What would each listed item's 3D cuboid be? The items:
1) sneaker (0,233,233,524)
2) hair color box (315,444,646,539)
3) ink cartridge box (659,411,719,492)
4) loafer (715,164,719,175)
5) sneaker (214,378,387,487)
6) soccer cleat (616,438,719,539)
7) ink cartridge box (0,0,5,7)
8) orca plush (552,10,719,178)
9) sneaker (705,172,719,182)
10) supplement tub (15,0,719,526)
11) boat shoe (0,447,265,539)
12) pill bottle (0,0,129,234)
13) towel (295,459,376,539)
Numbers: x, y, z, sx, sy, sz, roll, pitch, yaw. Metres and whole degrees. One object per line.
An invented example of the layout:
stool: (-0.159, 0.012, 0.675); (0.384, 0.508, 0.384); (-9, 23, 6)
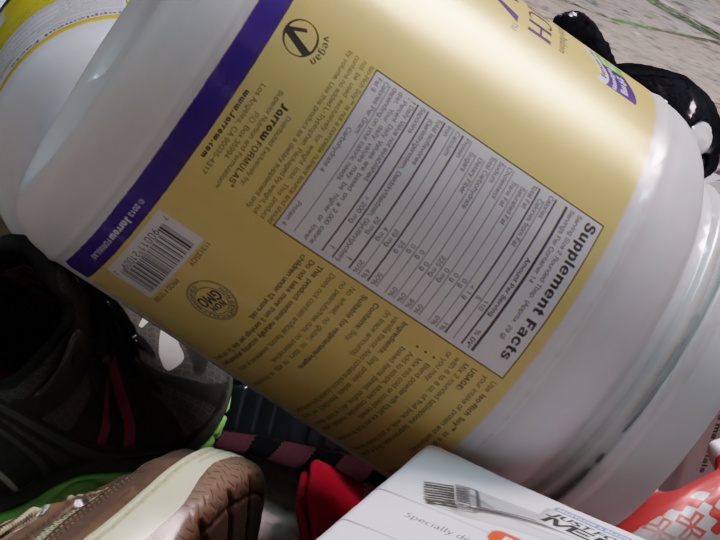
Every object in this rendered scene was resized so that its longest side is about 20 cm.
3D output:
sneaker: (-0.095, 0.029, 0.801); (0.077, 0.084, 0.200); (17, 17, 19)
hair color box: (0.021, 0.120, 0.636); (0.111, 0.064, 0.200); (22, 24, 18)
ink cartridge box: (0.156, 0.027, 0.962); (0.200, 0.084, 0.144); (7, 18, -37)
loafer: (0.219, -0.032, 1.422); (0.071, 0.073, 0.200); (15, 6, 36)
sneaker: (-0.018, 0.047, 0.913); (0.200, 0.070, 0.082); (18, -17, 26)
soccer cleat: (0.153, 0.101, 0.805); (0.200, 0.069, 0.085); (-1, 47, -38)
ink cartridge box: (-0.284, -0.140, 1.262); (0.199, 0.047, 0.160); (23, 16, 11)
orca plush: (0.065, -0.079, 1.019); (0.199, 0.071, 0.105); (10, 25, -14)
sneaker: (0.068, -0.023, 1.075); (0.108, 0.070, 0.200); (32, 29, 28)
supplement tub: (0.013, -0.020, 0.770); (0.200, 0.146, 0.145); (33, 13, -12)
boat shoe: (-0.084, 0.087, 0.653); (0.075, 0.075, 0.202); (14, 15, 12)
pill bottle: (-0.102, -0.059, 1.057); (0.112, 0.112, 0.200); (13, 16, -15)
towel: (0.072, 0.119, 0.805); (0.199, 0.023, 0.145); (17, 16, -4)
